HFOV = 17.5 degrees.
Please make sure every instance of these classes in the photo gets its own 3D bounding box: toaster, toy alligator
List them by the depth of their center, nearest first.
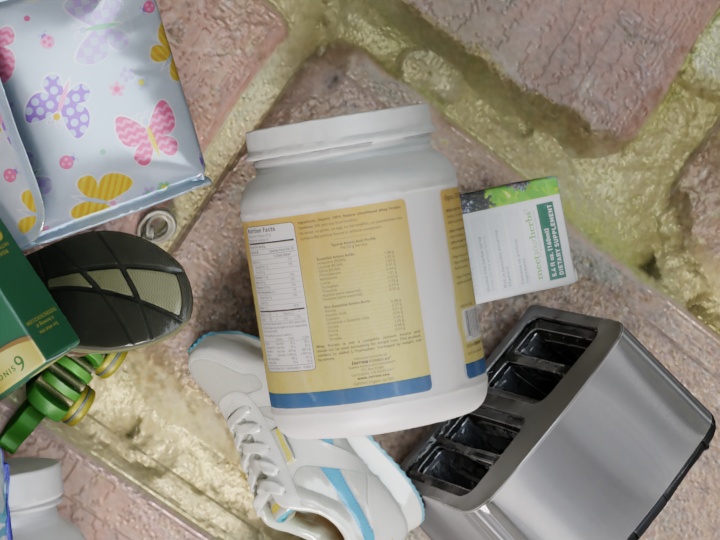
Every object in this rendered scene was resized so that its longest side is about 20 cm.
[{"bbox_3d":[-0.180,0.039,1.578,0.059,0.054,0.201,38,78,-18],"label":"toy alligator"},{"bbox_3d":[0.133,0.133,1.628,0.119,0.200,0.181,45,77,-21],"label":"toaster"}]

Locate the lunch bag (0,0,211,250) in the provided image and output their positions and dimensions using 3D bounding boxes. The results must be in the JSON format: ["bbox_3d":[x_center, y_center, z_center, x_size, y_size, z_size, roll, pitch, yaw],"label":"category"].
[{"bbox_3d":[-0.217,-0.102,1.524,0.199,0.127,0.171,-17,97,-9],"label":"lunch bag"}]

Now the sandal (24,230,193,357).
[{"bbox_3d":[-0.199,0.024,1.532,0.200,0.057,0.080,-9,77,22],"label":"sandal"}]

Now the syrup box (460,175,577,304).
[{"bbox_3d":[0.044,-0.009,1.650,0.199,0.081,0.079,-12,93,-21],"label":"syrup box"}]

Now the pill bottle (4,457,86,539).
[{"bbox_3d":[-0.230,0.229,1.534,0.112,0.112,0.201,-6,93,-21],"label":"pill bottle"}]

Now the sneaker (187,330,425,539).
[{"bbox_3d":[-0.049,0.124,1.595,0.200,0.077,0.081,44,60,4],"label":"sneaker"}]

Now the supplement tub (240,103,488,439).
[{"bbox_3d":[0.000,0.000,1.515,0.144,0.145,0.201,-9,92,-21],"label":"supplement tub"}]

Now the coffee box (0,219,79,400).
[{"bbox_3d":[-0.279,-0.003,1.485,0.201,0.123,0.044,58,32,-1],"label":"coffee box"}]

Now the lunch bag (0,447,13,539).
[{"bbox_3d":[-0.299,0.194,1.409,0.199,0.127,0.171,-11,100,-34],"label":"lunch bag"}]
